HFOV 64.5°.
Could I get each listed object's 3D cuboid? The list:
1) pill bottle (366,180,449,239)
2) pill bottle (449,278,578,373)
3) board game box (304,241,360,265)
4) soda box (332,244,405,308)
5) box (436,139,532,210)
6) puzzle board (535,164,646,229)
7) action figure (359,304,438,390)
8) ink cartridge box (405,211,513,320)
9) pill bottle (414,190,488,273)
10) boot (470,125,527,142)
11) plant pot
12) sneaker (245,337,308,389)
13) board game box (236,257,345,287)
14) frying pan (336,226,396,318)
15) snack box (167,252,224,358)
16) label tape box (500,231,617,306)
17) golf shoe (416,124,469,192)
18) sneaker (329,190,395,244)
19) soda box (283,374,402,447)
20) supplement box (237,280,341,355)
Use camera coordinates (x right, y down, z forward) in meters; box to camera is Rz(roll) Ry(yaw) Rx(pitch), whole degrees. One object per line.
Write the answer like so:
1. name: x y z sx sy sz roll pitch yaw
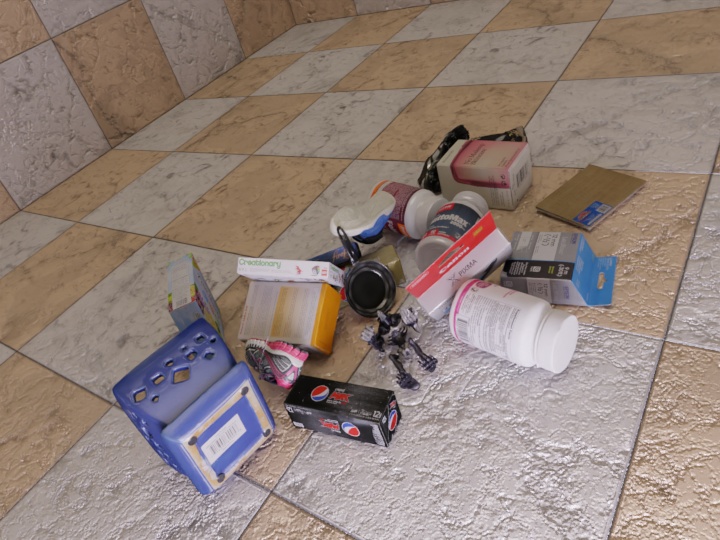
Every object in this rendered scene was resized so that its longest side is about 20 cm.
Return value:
1. pill bottle: 0.115 -0.141 1.355 0.113 0.117 0.197 -39 38 -25
2. pill bottle: 0.259 0.094 0.972 0.196 0.116 0.113 19 50 42
3. board game box: -0.094 -0.014 1.301 0.194 0.036 0.135 -21 1 3
4. soda box: -0.003 0.019 1.249 0.194 0.065 0.068 -22 34 -1
5. box: 0.303 -0.237 1.390 0.195 0.111 0.128 12 46 37
6. puzzle board: 0.511 -0.165 1.271 0.197 0.018 0.150 -35 39 -18
7. action figure: 0.066 0.119 1.051 0.117 0.103 0.201 -35 37 -1
8. ink cartridge box: 0.184 0.001 1.035 0.199 0.176 0.045 -42 68 7
9. pill bottle: 0.203 -0.076 1.221 0.116 0.122 0.202 5 42 31
10. boot: 0.363 -0.313 1.490 0.145 0.075 0.202 -8 33 15
11. plant pot: -0.270 0.241 0.983 0.177 0.204 0.199 26 54 39
12. sneaker: -0.175 0.177 1.091 0.198 0.079 0.077 -9 56 58
13. board game box: -0.138 0.004 1.162 0.192 0.126 0.036 3 82 13
14. frying pan: -0.009 0.015 1.180 0.116 0.188 0.031 -53 8 -13
15. snack box: -0.358 0.087 1.248 0.066 0.173 0.201 -22 35 -7
16. label tape box: 0.378 -0.007 1.087 0.194 0.067 0.145 1 40 31
17. golf shoe: 0.214 -0.302 1.517 0.203 0.077 0.094 -55 28 -11
18. sneaker: -0.003 -0.094 1.272 0.076 0.113 0.199 38 45 17
19. soda box: -0.032 0.237 0.975 0.194 0.065 0.071 4 40 30
20. supplement box: -0.146 0.096 1.172 0.194 0.073 0.130 1 70 28
